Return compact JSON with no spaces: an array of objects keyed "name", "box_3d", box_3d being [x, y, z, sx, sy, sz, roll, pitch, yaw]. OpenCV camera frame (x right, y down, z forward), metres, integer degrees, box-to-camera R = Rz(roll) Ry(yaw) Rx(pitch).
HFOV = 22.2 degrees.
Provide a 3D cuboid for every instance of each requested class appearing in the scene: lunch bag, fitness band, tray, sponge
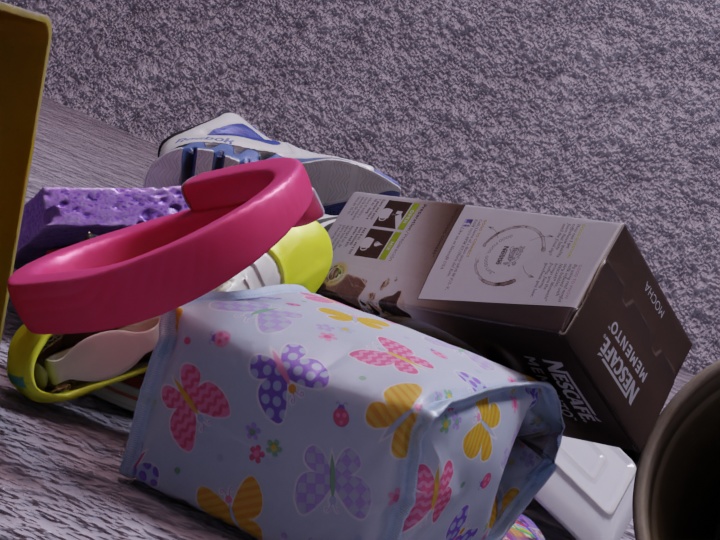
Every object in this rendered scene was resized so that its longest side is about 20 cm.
[{"name":"lunch bag","box_3d":[0.000,0.086,0.976,0.169,0.128,0.200,21,14,24]},{"name":"fitness band","box_3d":[-0.103,-0.013,0.957,0.143,0.038,0.199,-30,13,-33]},{"name":"tray","box_3d":[0.115,0.099,1.244,0.200,0.022,0.107,44,34,1]},{"name":"sponge","box_3d":[-0.180,-0.031,1.260,0.111,0.030,0.200,-3,-6,-20]}]

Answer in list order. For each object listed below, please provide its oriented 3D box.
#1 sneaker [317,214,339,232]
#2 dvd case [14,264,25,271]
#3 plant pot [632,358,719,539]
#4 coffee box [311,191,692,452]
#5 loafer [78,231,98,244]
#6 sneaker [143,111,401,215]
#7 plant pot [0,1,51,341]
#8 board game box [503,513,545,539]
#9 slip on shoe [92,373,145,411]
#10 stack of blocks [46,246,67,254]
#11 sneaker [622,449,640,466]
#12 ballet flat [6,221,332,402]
[{"name":"sneaker","box_3d":[0.000,0.000,1.223,0.114,0.076,0.200,5,-3,17]},{"name":"dvd case","box_3d":[-0.301,-0.024,1.440,0.149,0.025,0.200,19,5,-26]},{"name":"plant pot","box_3d":[0.264,0.157,1.097,0.199,0.201,0.174,23,-11,15]},{"name":"coffee box","box_3d":[0.076,0.027,1.062,0.199,0.080,0.113,8,-34,42]},{"name":"loafer","box_3d":[-0.081,0.011,1.111,0.199,0.063,0.072,24,15,-31]},{"name":"sneaker","box_3d":[-0.070,-0.076,1.405,0.198,0.081,0.115,10,24,-14]},{"name":"plant pot","box_3d":[-0.289,-0.058,0.967,0.175,0.202,0.200,11,4,8]},{"name":"board game box","box_3d":[0.041,0.111,1.152,0.199,0.039,0.158,33,9,20]},{"name":"slip on shoe","box_3d":[-0.091,0.065,1.163,0.074,0.062,0.199,23,3,37]},{"name":"stack of blocks","box_3d":[-0.107,0.011,1.286,0.115,0.059,0.199,-8,-6,38]},{"name":"sneaker","box_3d":[0.124,0.119,1.329,0.199,0.071,0.098,20,-17,-20]},{"name":"ballet flat","box_3d":[-0.102,0.026,1.026,0.199,0.067,0.067,-22,10,-8]}]
